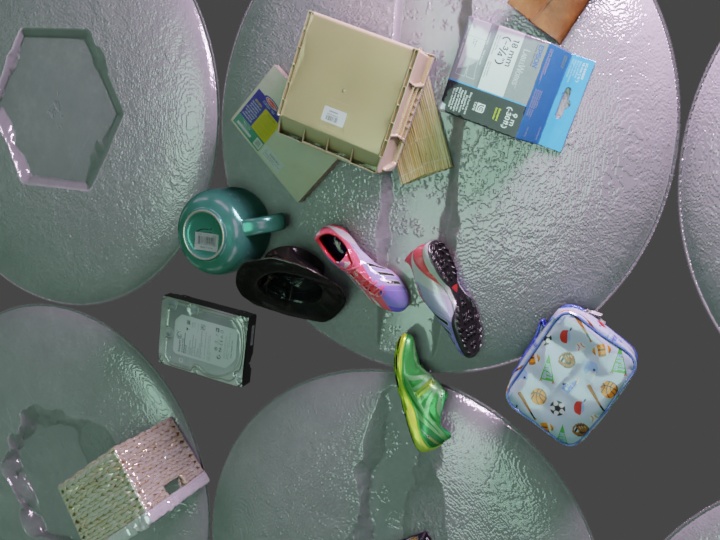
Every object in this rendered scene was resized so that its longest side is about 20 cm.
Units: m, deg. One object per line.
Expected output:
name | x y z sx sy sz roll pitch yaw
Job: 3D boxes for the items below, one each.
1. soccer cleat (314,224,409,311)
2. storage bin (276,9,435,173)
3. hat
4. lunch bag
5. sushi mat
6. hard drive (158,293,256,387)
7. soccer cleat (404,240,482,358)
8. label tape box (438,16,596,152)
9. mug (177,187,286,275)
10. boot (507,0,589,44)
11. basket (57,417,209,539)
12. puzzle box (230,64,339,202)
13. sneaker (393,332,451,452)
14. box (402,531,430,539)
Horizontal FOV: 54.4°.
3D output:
soccer cleat | 0.000 0.000 1.196 0.200 0.076 0.067 46 111 9
storage bin | -0.012 -0.284 1.125 0.197 0.094 0.203 24 104 14
hat | -0.117 0.009 1.236 0.195 0.082 0.202 9 145 6
lunch bag | 0.327 0.158 1.097 0.159 0.075 0.202 36 110 15
sushi mat | 0.083 -0.253 1.155 0.094 0.012 0.205 -14 93 25
hard drive | -0.300 0.133 1.359 0.196 0.038 0.143 13 103 20
soccer cleat | 0.139 0.051 1.165 0.072 0.068 0.204 -21 95 46
label tape box | 0.235 -0.282 1.064 0.197 0.063 0.147 24 107 17
mug | -0.242 -0.080 1.258 0.185 0.114 0.153 -42 83 22
boot | 0.290 -0.471 1.025 0.188 0.068 0.200 43 118 2
basket | -0.444 0.423 1.378 0.198 0.198 0.163 -33 84 23
puzzle box | -0.126 -0.241 1.234 0.133 0.025 0.201 -42 82 22
sneaker | 0.106 0.204 1.202 0.082 0.074 0.205 -15 90 -2
box | 0.078 0.607 1.281 0.198 0.050 0.202 -29 88 23
